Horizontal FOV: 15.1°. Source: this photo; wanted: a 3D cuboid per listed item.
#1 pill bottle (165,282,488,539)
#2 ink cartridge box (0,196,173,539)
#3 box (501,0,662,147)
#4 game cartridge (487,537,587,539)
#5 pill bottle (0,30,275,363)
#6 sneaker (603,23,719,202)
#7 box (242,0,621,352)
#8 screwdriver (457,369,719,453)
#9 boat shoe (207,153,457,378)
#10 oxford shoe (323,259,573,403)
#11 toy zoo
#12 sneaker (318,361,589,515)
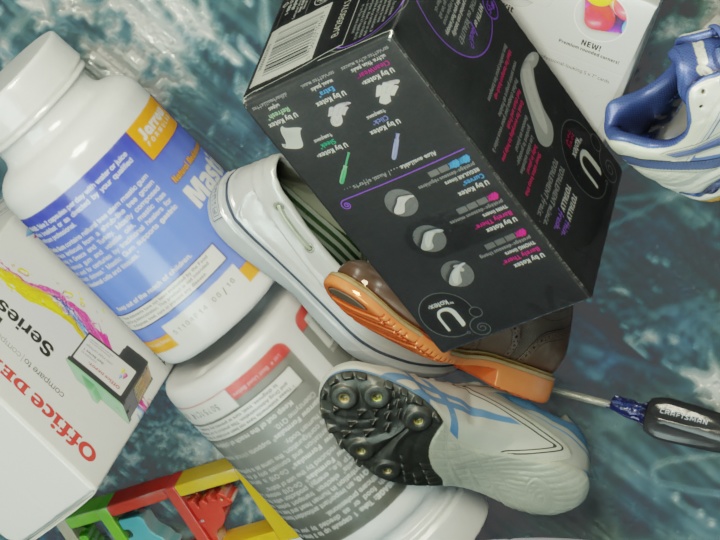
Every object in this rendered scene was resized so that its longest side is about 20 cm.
[{"bbox_3d":[-0.019,0.109,1.727,0.114,0.114,0.200,-31,109,35],"label":"pill bottle"},{"bbox_3d":[-0.201,0.049,1.698,0.145,0.200,0.084,45,128,-13],"label":"ink cartridge box"},{"bbox_3d":[0.075,-0.110,1.581,0.156,0.041,0.200,22,130,6],"label":"box"},{"bbox_3d":[0.111,0.219,1.742,0.200,0.041,0.133,10,143,-37],"label":"game cartridge"},{"bbox_3d":[-0.147,-0.048,1.665,0.112,0.112,0.200,-33,108,35],"label":"pill bottle"},{"bbox_3d":[0.218,-0.107,1.489,0.088,0.075,0.200,20,135,-34],"label":"sneaker"},{"bbox_3d":[0.043,-0.074,1.503,0.106,0.122,0.200,-22,120,31],"label":"box"},{"bbox_3d":[0.142,0.076,1.703,0.200,0.028,0.029,19,99,12],"label":"screwdriver"},{"bbox_3d":[0.000,0.000,1.644,0.200,0.074,0.067,32,142,-26],"label":"boat shoe"},{"bbox_3d":[0.054,0.018,1.614,0.071,0.200,0.073,26,92,41],"label":"oxford shoe"},{"bbox_3d":[-0.099,0.195,1.879,0.200,0.020,0.131,-19,116,30],"label":"toy zoo"},{"bbox_3d":[0.056,0.095,1.678,0.200,0.073,0.072,22,126,-30],"label":"sneaker"}]
